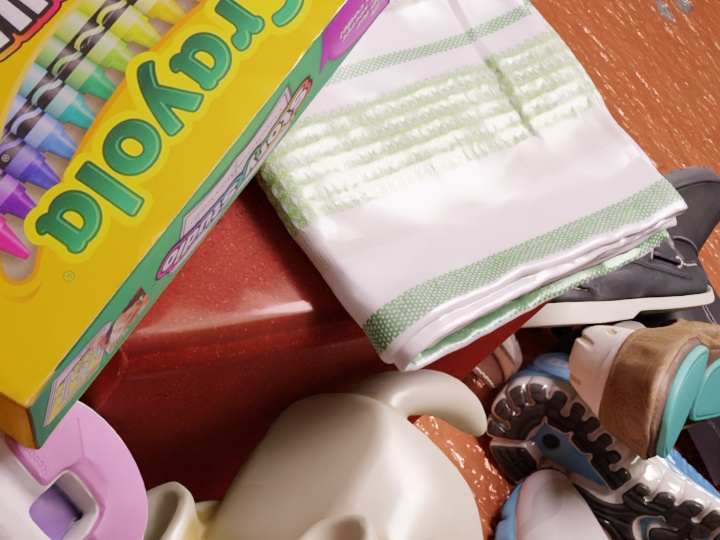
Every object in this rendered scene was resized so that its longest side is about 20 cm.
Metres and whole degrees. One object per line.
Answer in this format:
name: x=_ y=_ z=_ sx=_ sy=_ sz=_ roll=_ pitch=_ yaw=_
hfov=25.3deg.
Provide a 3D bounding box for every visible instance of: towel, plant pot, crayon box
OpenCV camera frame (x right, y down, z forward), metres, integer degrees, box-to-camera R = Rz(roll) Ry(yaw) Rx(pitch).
towel: x=0.015 y=-0.074 z=0.580 sx=0.149 sy=0.031 sz=0.201 roll=-23 pitch=73 yaw=-35
plant pot: x=-0.078 y=-0.010 z=0.628 sx=0.176 sy=0.200 sz=0.201 roll=-18 pitch=70 yaw=-41
crayon box: x=-0.111 y=-0.075 z=0.509 sx=0.172 sy=0.058 sz=0.200 roll=33 pitch=69 yaw=8

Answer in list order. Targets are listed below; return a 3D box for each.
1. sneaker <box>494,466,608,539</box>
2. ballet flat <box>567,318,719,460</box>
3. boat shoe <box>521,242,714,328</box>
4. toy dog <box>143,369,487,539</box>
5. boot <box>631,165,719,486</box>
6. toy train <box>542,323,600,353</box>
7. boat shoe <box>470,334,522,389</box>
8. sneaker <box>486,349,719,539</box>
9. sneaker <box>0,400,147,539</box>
sneaker: x=0.127 y=0.174 z=0.757 sx=0.075 sy=0.087 sz=0.201 roll=17 pitch=44 yaw=-37
ballet flat: x=0.149 y=0.051 z=0.823 sx=0.072 sy=0.068 sz=0.200 roll=22 pitch=14 yaw=22
boat shoe: x=0.139 y=-0.007 z=0.885 sx=0.199 sy=0.074 sz=0.067 roll=-5 pitch=90 yaw=-51
toy dog: x=0.001 y=0.155 z=0.583 sx=0.201 sy=0.139 sz=0.194 roll=61 pitch=42 yaw=-27
boot: x=0.231 y=0.034 z=1.033 sx=0.164 sy=0.066 sz=0.201 roll=-12 pitch=63 yaw=-44
toy train: x=0.105 y=-0.001 z=0.954 sx=0.046 sy=0.034 sz=0.201 roll=-7 pitch=62 yaw=-55
boat shoe: x=0.000 y=0.000 z=0.803 sx=0.200 sy=0.072 sz=0.076 roll=42 pitch=2 yaw=-23
sneaker: x=0.160 y=0.113 z=0.865 sx=0.200 sy=0.078 sz=0.090 roll=45 pitch=30 yaw=-6
sneaker: x=-0.151 y=0.126 z=0.500 sx=0.081 sy=0.088 sz=0.201 roll=54 pitch=52 yaw=-26
